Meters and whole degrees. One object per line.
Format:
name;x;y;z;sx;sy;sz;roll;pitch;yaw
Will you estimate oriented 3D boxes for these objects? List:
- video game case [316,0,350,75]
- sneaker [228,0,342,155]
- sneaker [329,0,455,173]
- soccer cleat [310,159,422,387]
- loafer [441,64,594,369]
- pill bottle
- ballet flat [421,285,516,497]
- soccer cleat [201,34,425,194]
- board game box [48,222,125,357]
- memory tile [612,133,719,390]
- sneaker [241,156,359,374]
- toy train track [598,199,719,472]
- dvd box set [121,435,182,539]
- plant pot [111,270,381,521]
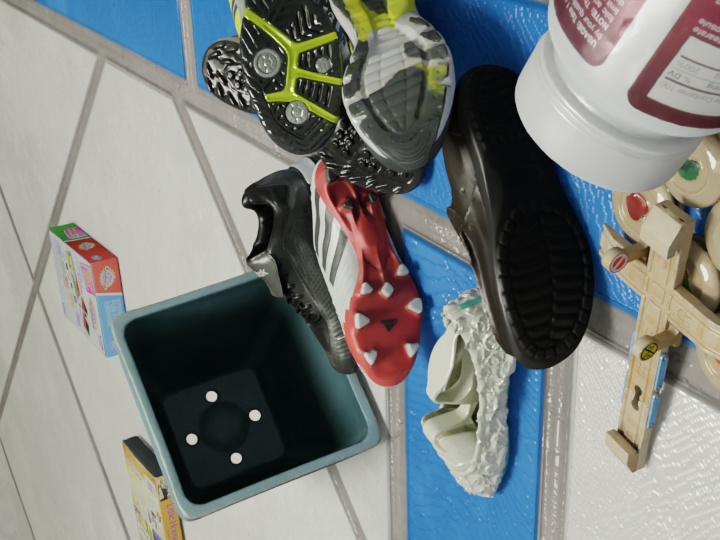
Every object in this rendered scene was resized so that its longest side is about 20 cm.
video game case;-0.035;-0.259;0.909;0.182;0.023;0.200;60;148;25
sneaker;-0.056;-0.184;0.830;0.076;0.075;0.200;-35;-69;-84
sneaker;0.030;-0.131;0.775;0.085;0.074;0.200;64;-166;-47
soccer cleat;0.000;0.000;0.943;0.085;0.068;0.200;146;109;-70
loafer;0.098;-0.032;0.748;0.071;0.073;0.200;151;111;-65
pill bottle;0.157;-0.135;0.516;0.114;0.114;0.200;60;144;24
ballet flat;0.076;0.095;0.851;0.072;0.072;0.200;42;139;45
soccer cleat;-0.028;-0.131;0.894;0.200;0.073;0.068;30;124;11
board game box;-0.414;0.027;1.722;0.200;0.040;0.153;29;129;53
memory tile;0.214;-0.027;0.588;0.154;0.017;0.200;64;150;16
sneaker;-0.056;0.003;1.011;0.066;0.090;0.200;-15;91;63
toy train track;0.164;0.049;0.675;0.115;0.032;0.200;49;151;44
dvd box set;-0.314;0.370;1.733;0.146;0.029;0.200;26;127;55
plant pot;-0.124;0.134;1.110;0.197;0.195;0.200;66;159;14
